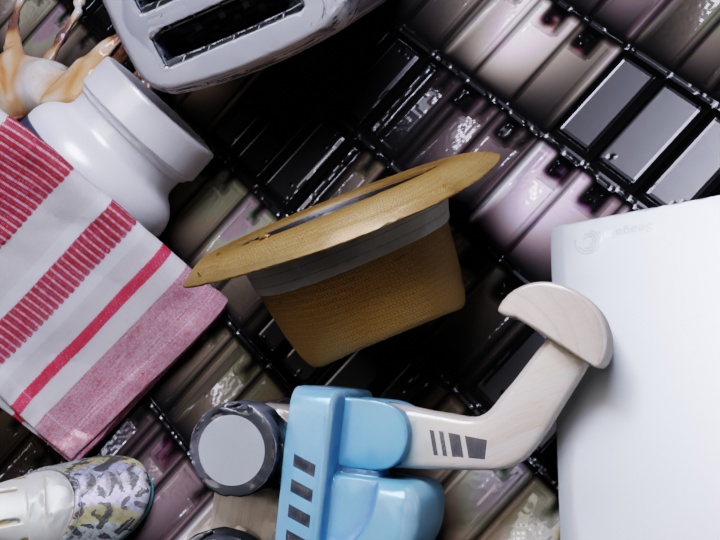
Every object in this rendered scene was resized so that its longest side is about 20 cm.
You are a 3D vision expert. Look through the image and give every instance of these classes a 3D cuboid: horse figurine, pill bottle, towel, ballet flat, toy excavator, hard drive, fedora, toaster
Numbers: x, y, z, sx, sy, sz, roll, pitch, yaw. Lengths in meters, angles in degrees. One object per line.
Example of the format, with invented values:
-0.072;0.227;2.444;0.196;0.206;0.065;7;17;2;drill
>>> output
-0.213;-0.146;0.962;0.200;0.050;0.133;12;73;33;horse figurine
-0.197;-0.036;0.860;0.200;0.116;0.116;-45;53;3;pill bottle
-0.199;0.010;0.801;0.144;0.200;0.023;-47;21;2;towel
-0.223;0.163;0.809;0.200;0.072;0.072;-25;57;17;ballet flat
0.021;0.097;0.680;0.199;0.100;0.195;6;86;15;toy excavator
0.163;0.061;0.664;0.132;0.026;0.201;-11;63;25;hard drive
0.000;0.000;0.721;0.200;0.201;0.082;-19;96;21;fedora
-0.075;-0.183;0.823;0.199;0.114;0.129;-18;16;17;toaster
